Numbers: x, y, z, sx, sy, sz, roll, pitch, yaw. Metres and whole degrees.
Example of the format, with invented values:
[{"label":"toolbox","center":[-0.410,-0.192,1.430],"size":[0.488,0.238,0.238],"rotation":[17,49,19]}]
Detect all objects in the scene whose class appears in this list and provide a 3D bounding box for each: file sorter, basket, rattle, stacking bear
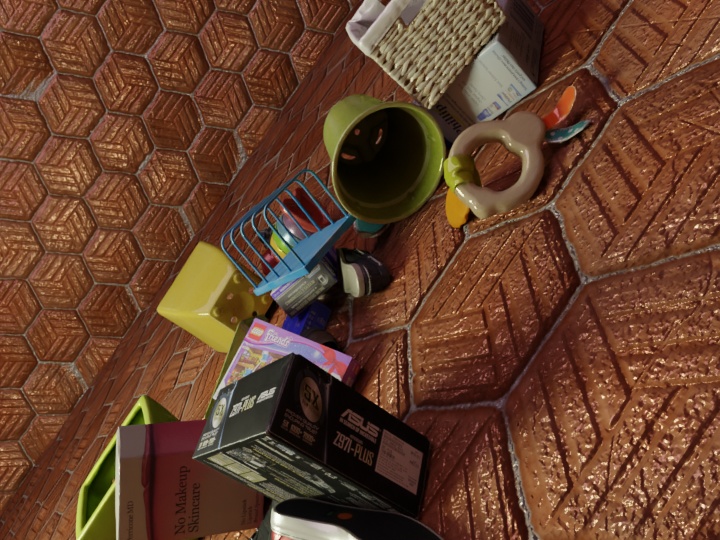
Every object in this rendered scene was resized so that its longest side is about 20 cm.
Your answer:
[{"label":"file sorter","center":[-0.131,-0.065,1.020],"size":[0.139,0.123,0.198],"rotation":[-49,16,-33]},{"label":"basket","center":[0.099,-0.396,0.948],"size":[0.199,0.160,0.201],"rotation":[-47,23,17]},{"label":"rattle","center":[0.210,-0.142,0.816],"size":[0.199,0.144,0.130],"rotation":[-41,54,-7]},{"label":"stacking bear","center":[-0.157,-0.060,1.329],"size":[0.201,0.113,0.122],"rotation":[-54,2,30]}]

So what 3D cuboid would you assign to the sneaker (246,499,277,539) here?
[{"label":"sneaker","center":[-0.116,0.341,0.750],"size":[0.103,0.060,0.203],"rotation":[-34,33,31]}]

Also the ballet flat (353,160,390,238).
[{"label":"ballet flat","center":[0.037,-0.126,1.112],"size":[0.071,0.071,0.203],"rotation":[-24,35,49]}]

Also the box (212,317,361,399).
[{"label":"box","center":[-0.110,0.165,0.884],"size":[0.197,0.039,0.139],"rotation":[17,71,33]}]

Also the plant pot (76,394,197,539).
[{"label":"plant pot","center":[-0.342,0.361,1.014],"size":[0.203,0.180,0.198],"rotation":[-57,22,-8]}]

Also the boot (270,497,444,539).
[{"label":"boot","center":[-0.001,0.312,0.573],"size":[0.196,0.072,0.149],"rotation":[-2,89,33]}]

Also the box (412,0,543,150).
[{"label":"box","center":[0.198,-0.342,1.017],"size":[0.198,0.104,0.187],"rotation":[-29,33,44]}]

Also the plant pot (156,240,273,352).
[{"label":"plant pot","center":[-0.303,0.067,1.346],"size":[0.198,0.195,0.197],"rotation":[4,60,56]}]

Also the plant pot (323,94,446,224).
[{"label":"plant pot","center":[0.020,-0.213,1.026],"size":[0.201,0.199,0.185],"rotation":[-49,35,11]}]

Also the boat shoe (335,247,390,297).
[{"label":"boat shoe","center":[0.000,0.000,1.025],"size":[0.061,0.075,0.200],"rotation":[-11,13,-11]}]

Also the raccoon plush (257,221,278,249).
[{"label":"raccoon plush","center":[-0.178,-0.109,1.470],"size":[0.134,0.097,0.200],"rotation":[-43,23,5]}]

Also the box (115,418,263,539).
[{"label":"box","center":[-0.240,0.291,0.844],"size":[0.109,0.195,0.132],"rotation":[-159,71,-65]}]

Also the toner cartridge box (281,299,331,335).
[{"label":"toner cartridge box","center":[-0.123,0.152,1.049],"size":[0.094,0.043,0.203],"rotation":[-25,36,51]}]

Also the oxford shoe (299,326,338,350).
[{"label":"oxford shoe","center":[-0.101,0.182,0.931],"size":[0.084,0.072,0.203],"rotation":[9,67,60]}]

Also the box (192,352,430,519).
[{"label":"box","center":[-0.050,0.193,0.645],"size":[0.163,0.198,0.087],"rotation":[-30,32,44]}]

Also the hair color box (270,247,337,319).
[{"label":"hair color box","center":[-0.100,0.002,1.119],"size":[0.109,0.065,0.201],"rotation":[-39,15,9]}]

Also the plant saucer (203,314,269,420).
[{"label":"plant saucer","center":[-0.202,0.185,1.047],"size":[0.200,0.047,0.204],"rotation":[33,-103,-88]}]
